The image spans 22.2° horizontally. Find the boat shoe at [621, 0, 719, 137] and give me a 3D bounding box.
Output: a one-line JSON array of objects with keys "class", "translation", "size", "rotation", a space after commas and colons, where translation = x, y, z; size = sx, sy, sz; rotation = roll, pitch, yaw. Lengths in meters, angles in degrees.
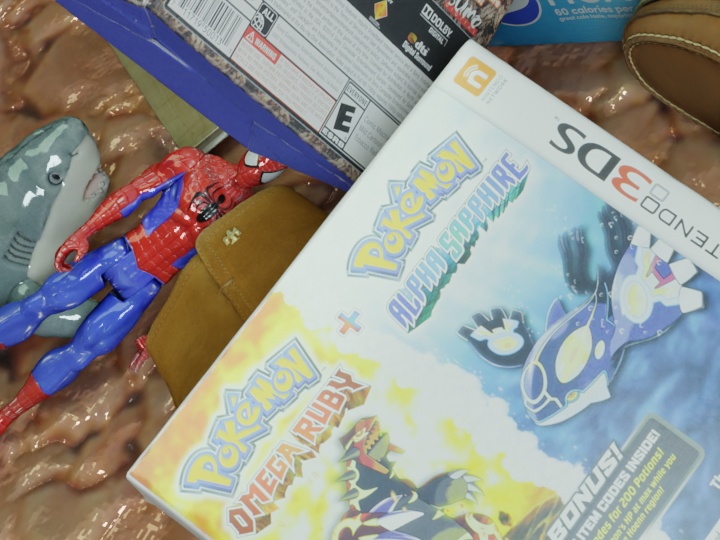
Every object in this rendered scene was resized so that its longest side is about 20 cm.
[{"class": "boat shoe", "translation": [0.163, -0.053, 0.671], "size": [0.199, 0.072, 0.068], "rotation": [27, 74, 46]}]

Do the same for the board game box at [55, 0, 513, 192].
[{"class": "board game box", "translation": [-0.012, -0.155, 0.707], "size": [0.096, 0.159, 0.201], "rotation": [24, 81, 43]}]

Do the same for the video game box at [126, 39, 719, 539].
[{"class": "video game box", "translation": [0.051, 0.049, 0.630], "size": [0.182, 0.047, 0.201], "rotation": [35, 78, 16]}]

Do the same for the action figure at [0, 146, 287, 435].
[{"class": "action figure", "translation": [-0.110, 0.007, 0.828], "size": [0.200, 0.066, 0.052], "rotation": [-41, 10, 2]}]

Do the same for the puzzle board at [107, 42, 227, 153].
[{"class": "puzzle board", "translation": [-0.064, -0.153, 0.958], "size": [0.150, 0.017, 0.200], "rotation": [-39, 43, 2]}]

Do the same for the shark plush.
[{"class": "shark plush", "translation": [-0.210, -0.008, 0.871], "size": [0.198, 0.084, 0.091], "rotation": [-15, 44, 5]}]

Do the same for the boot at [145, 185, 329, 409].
[{"class": "boot", "translation": [0.000, 0.001, 0.747], "size": [0.201, 0.071, 0.144], "rotation": [-42, 44, 6]}]

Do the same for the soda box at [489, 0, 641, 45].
[{"class": "soda box", "translation": [0.101, -0.144, 0.784], "size": [0.199, 0.064, 0.068], "rotation": [3, 58, 37]}]
